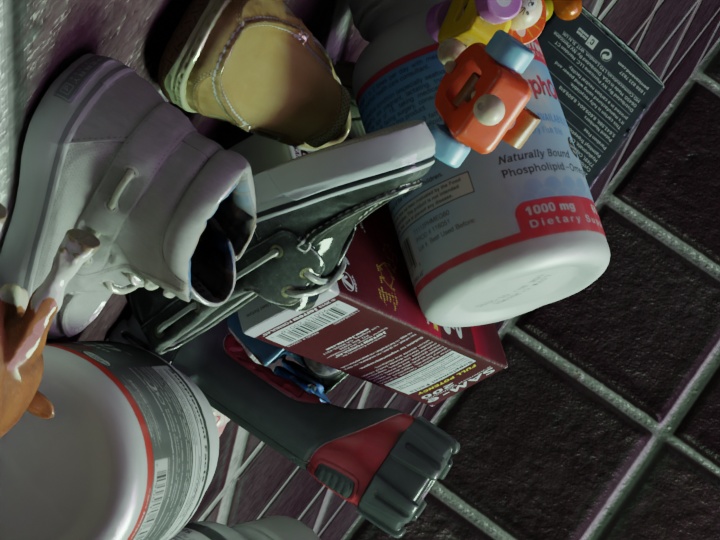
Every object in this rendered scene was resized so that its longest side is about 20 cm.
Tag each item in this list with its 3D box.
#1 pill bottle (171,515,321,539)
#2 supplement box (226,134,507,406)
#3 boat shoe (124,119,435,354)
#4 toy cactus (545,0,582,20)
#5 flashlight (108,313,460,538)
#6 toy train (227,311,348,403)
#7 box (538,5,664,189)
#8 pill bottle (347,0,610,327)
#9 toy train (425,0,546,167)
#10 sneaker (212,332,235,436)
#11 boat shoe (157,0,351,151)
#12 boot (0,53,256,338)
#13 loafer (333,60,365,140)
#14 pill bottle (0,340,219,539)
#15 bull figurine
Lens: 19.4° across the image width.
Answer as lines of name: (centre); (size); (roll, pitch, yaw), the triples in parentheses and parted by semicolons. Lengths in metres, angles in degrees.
pill bottle: (-0.111, 0.199, 1.136); (0.200, 0.113, 0.113); (-10, 141, -40)
supplement box: (0.000, 0.000, 1.195); (0.061, 0.109, 0.200); (-27, 153, 23)
boat shoe: (-0.037, -0.014, 1.057); (0.200, 0.071, 0.072); (-24, 178, 35)
toy cactus: (0.119, -0.211, 1.300); (0.165, 0.102, 0.200); (-42, -178, 40)
flashlight: (-0.041, 0.071, 1.209); (0.068, 0.200, 0.068); (-56, 171, 4)
toy train: (-0.035, 0.030, 1.329); (0.087, 0.114, 0.200); (-40, 179, 1)
box: (0.103, -0.089, 1.549); (0.200, 0.104, 0.148); (-54, -163, -12)
pill bottle: (0.059, -0.078, 1.174); (0.109, 0.200, 0.109); (-16, 165, -4)
toy train: (0.098, -0.142, 1.060); (0.200, 0.056, 0.150); (-57, -159, 9)
sneaker: (-0.132, 0.106, 1.262); (0.200, 0.075, 0.105); (-58, 180, -41)
boat shoe: (-0.038, -0.093, 1.025); (0.072, 0.076, 0.200); (-56, 171, 7)
boot: (-0.102, -0.007, 0.937); (0.074, 0.096, 0.200); (-50, 170, -29)
loafer: (0.006, -0.083, 1.314); (0.200, 0.072, 0.063); (74, 36, -64)
pill bottle: (-0.139, 0.093, 1.049); (0.116, 0.116, 0.200); (-56, 172, 4)
bull figurine: (-0.169, 0.037, 0.853); (0.121, 0.065, 0.200); (-64, 170, 27)
